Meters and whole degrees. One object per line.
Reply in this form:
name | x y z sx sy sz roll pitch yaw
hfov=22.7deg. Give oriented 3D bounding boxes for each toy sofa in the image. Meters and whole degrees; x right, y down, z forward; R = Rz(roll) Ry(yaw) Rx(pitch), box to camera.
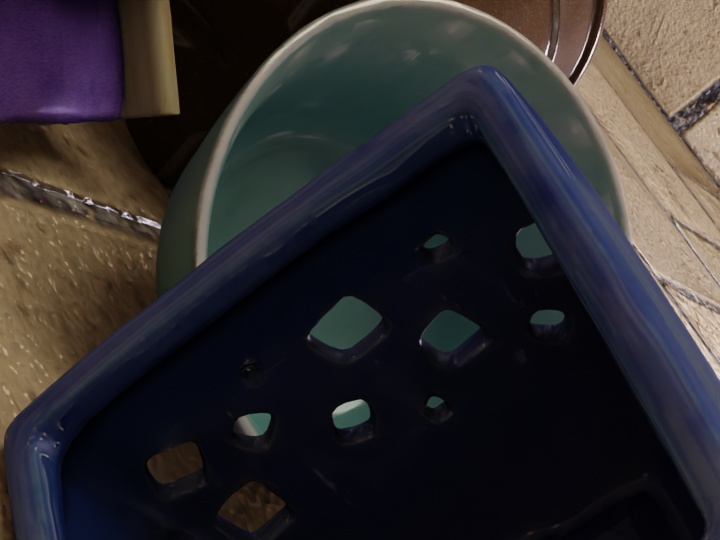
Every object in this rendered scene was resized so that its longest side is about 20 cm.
toy sofa | -0.120 -0.095 0.658 0.200 0.097 0.083 -17 103 -73

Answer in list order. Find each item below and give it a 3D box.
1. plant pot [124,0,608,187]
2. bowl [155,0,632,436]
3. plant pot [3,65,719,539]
plant pot | -0.006 -0.117 0.862 0.200 0.200 0.198 49 38 -4
bowl | 0.000 0.000 0.704 0.201 0.201 0.105 43 -23 -24
plant pot | 0.034 0.097 0.527 0.180 0.200 0.200 44 15 -42
